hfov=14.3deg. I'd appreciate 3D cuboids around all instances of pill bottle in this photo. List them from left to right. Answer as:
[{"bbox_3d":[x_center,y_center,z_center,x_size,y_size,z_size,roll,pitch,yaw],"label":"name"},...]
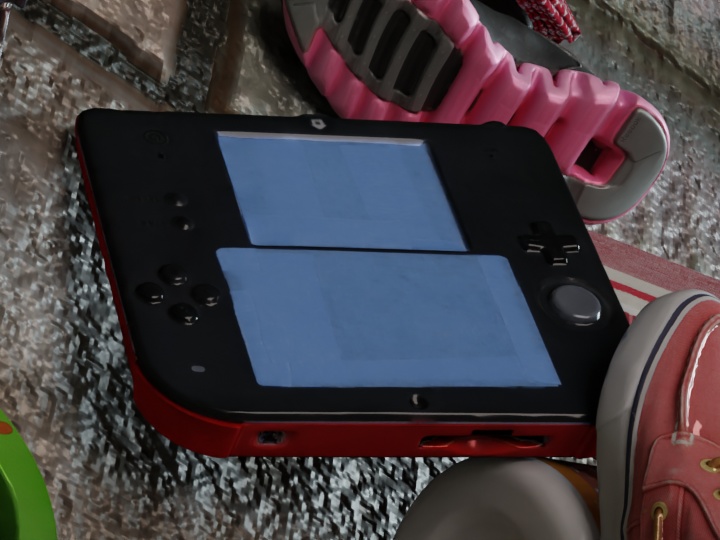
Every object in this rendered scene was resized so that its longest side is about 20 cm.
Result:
[{"bbox_3d":[0.113,0.136,1.131,0.200,0.112,0.112,13,54,-43],"label":"pill bottle"}]

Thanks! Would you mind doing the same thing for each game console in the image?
[{"bbox_3d":[0.000,0.000,1.091,0.200,0.031,0.177,2,45,-20],"label":"game console"}]

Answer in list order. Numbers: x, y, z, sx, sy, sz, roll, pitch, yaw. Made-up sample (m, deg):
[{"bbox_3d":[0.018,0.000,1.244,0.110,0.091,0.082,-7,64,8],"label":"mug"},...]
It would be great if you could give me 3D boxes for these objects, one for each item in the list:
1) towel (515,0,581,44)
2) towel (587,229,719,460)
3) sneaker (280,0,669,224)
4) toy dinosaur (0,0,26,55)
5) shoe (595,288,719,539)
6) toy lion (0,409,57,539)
[{"bbox_3d":[0.046,-0.185,1.310,0.145,0.022,0.200,66,10,15],"label":"towel"},{"bbox_3d":[0.104,0.034,1.180,0.144,0.023,0.200,21,23,2],"label":"towel"},{"bbox_3d":[0.042,-0.093,1.278,0.200,0.079,0.095,30,18,-27],"label":"sneaker"},{"bbox_3d":[-0.203,-0.127,1.012,0.181,0.105,0.200,17,61,-13],"label":"toy dinosaur"},{"bbox_3d":[0.133,0.096,1.014,0.071,0.091,0.200,30,61,-36],"label":"shoe"},{"bbox_3d":[-0.178,0.041,0.934,0.200,0.069,0.192,40,32,-19],"label":"toy lion"}]
